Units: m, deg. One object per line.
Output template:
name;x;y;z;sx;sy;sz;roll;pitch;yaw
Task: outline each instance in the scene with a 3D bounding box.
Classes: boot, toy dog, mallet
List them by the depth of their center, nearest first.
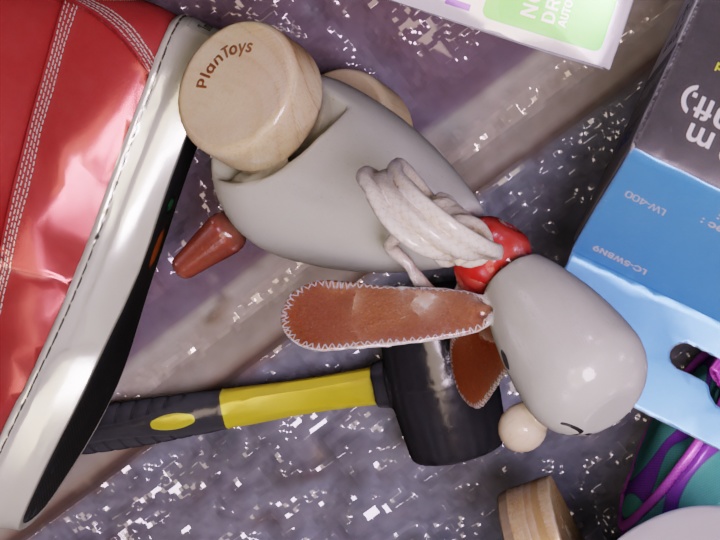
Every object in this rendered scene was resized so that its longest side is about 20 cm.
toy dog;0.000;0.000;0.864;0.132;0.200;0.096;30;103;-35
boot;-0.147;-0.016;0.930;0.144;0.072;0.201;19;89;2
mallet;-0.046;0.042;0.960;0.199;0.041;0.066;-3;103;11

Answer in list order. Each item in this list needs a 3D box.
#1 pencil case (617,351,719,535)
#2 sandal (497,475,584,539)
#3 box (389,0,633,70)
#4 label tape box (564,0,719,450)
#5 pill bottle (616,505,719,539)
pencil case;0.191;0.110;0.921;0.199;0.085;0.093;32;137;-1
sandal;0.119;0.159;0.930;0.069;0.078;0.212;-20;117;11
box;0.069;-0.185;0.818;0.096;0.177;0.201;18;104;1
label tape box;0.164;-0.034;0.865;0.144;0.063;0.201;25;80;0
pill bottle;0.149;0.172;0.858;0.109;0.109;0.200;-30;121;12
